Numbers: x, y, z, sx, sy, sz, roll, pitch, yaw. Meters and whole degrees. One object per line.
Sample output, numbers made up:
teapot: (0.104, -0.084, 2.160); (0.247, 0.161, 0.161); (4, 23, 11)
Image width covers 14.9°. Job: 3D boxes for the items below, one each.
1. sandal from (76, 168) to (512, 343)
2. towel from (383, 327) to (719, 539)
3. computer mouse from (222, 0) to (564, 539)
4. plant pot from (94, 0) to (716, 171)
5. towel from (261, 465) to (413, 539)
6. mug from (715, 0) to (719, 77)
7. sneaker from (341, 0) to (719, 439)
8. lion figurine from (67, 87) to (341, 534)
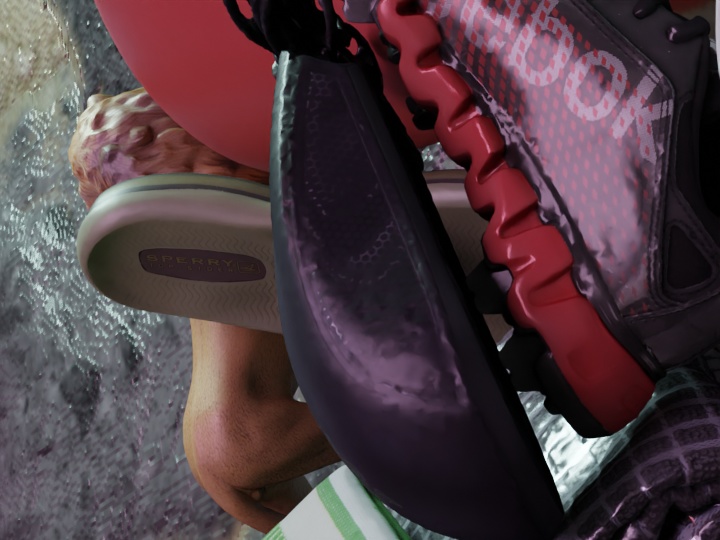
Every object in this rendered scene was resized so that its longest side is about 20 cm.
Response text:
sandal: (-0.004, 0.010, 0.953); (0.080, 0.200, 0.057); (76, -159, -44)
towel: (0.047, 0.105, 0.828); (0.200, 0.086, 0.166); (-49, 18, 9)
computer mouse: (0.000, 0.000, 0.777); (0.053, 0.139, 0.200); (-24, 54, 4)
plant pot: (0.031, -0.134, 0.905); (0.177, 0.200, 0.201); (0, 85, 46)
towel: (-0.051, 0.152, 0.800); (0.200, 0.023, 0.153); (-51, 17, 2)
mug: (0.155, -0.075, 0.688); (0.147, 0.200, 0.176); (19, 107, 40)
sneaker: (0.056, -0.059, 0.770); (0.098, 0.071, 0.201); (-28, 75, 10)
lion figurine: (-0.041, 0.024, 1.032); (0.072, 0.122, 0.201); (-40, 53, 46)
